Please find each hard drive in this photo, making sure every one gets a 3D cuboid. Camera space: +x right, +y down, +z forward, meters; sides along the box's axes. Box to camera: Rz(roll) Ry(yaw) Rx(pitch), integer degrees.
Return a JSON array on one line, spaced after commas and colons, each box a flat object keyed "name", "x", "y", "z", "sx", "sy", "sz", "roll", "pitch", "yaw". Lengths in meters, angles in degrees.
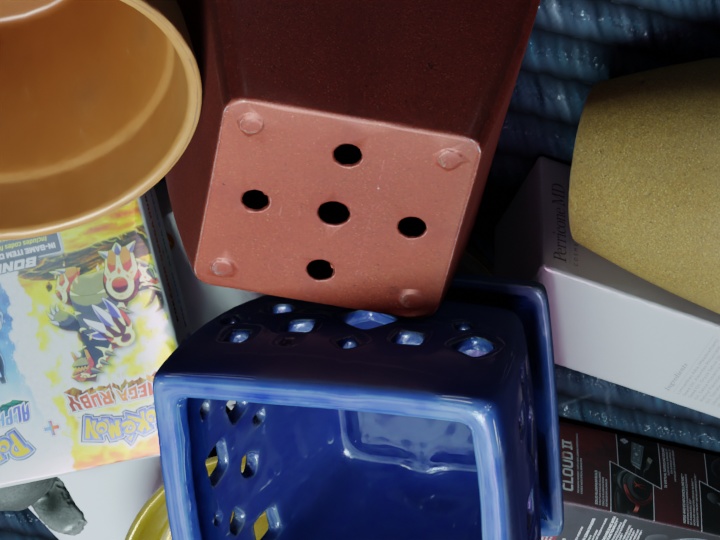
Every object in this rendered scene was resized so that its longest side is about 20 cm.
[{"name": "hard drive", "x": -0.123, "y": 0.183, "z": 1.702, "sx": 0.132, "sy": 0.025, "sz": 0.200, "roll": -36, "pitch": 102, "yaw": 32}]

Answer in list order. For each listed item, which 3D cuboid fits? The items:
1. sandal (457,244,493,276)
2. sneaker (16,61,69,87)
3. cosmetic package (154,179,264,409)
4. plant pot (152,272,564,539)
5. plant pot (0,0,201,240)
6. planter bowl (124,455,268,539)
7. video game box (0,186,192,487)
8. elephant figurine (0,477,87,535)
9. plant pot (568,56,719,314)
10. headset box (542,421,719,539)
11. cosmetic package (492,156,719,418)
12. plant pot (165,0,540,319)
[{"name": "sandal", "x": 0.000, "y": 0.000, "z": 1.532, "sx": 0.200, "sy": 0.054, "sz": 0.080, "roll": 26, "pitch": 137, "yaw": -37}, {"name": "sneaker", "x": -0.217, "y": -0.090, "z": 1.460, "sx": 0.199, "sy": 0.075, "sz": 0.082, "roll": -5, "pitch": 136, "yaw": 11}, {"name": "cosmetic package", "x": -0.070, "y": 0.030, "z": 1.560, "sx": 0.082, "sy": 0.051, "sz": 0.200, "roll": -26, "pitch": 119, "yaw": 29}, {"name": "plant pot", "x": 0.014, "y": 0.104, "z": 1.429, "sx": 0.199, "sy": 0.180, "sz": 0.201, "roll": 5, "pitch": 120, "yaw": 20}, {"name": "plant pot", "x": -0.190, "y": -0.133, "z": 1.328, "sx": 0.199, "sy": 0.140, "sz": 0.200, "roll": -8, "pitch": 143, "yaw": -6}, {"name": "planter bowl", "x": -0.050, "y": 0.203, "z": 1.620, "sx": 0.200, "sy": 0.083, "sz": 0.201, "roll": 2, "pitch": 101, "yaw": 12}, {"name": "video game box", "x": -0.202, "y": 0.033, "z": 1.485, "sx": 0.199, "sy": 0.047, "sz": 0.183, "roll": -12, "pitch": 104, "yaw": 11}, {"name": "elephant figurine", "x": -0.230, "y": 0.047, "z": 1.566, "sx": 0.155, "sy": 0.142, "sz": 0.200, "roll": 3, "pitch": 124, "yaw": -40}, {"name": "plant pot", "x": 0.224, "y": -0.047, "z": 1.421, "sx": 0.199, "sy": 0.187, "sz": 0.187, "roll": 9, "pitch": 136, "yaw": 17}, {"name": "headset box", "x": 0.172, "y": 0.186, "z": 1.697, "sx": 0.199, "sy": 0.075, "sz": 0.149, "roll": 12, "pitch": 133, "yaw": -8}, {"name": "cosmetic package", "x": 0.183, "y": 0.017, "z": 1.517, "sx": 0.199, "sy": 0.102, "sz": 0.071, "roll": 18, "pitch": 132, "yaw": -14}, {"name": "plant pot", "x": -0.008, "y": -0.088, "z": 1.377, "sx": 0.199, "sy": 0.177, "sz": 0.200, "roll": 9, "pitch": 134, "yaw": -5}]
